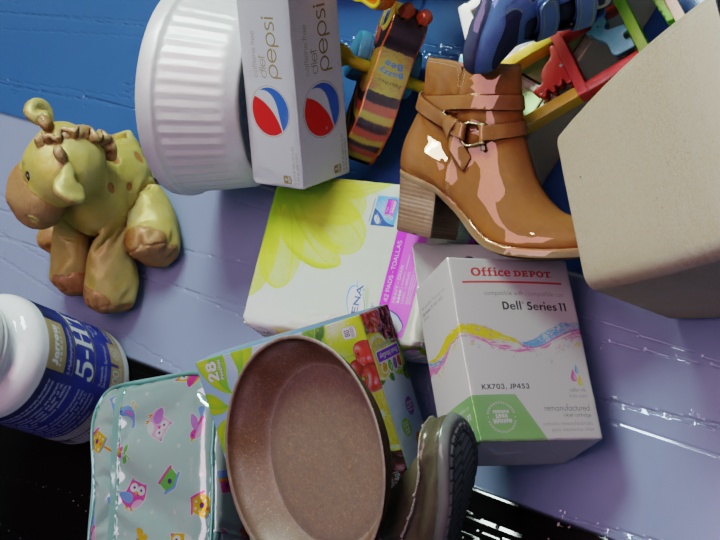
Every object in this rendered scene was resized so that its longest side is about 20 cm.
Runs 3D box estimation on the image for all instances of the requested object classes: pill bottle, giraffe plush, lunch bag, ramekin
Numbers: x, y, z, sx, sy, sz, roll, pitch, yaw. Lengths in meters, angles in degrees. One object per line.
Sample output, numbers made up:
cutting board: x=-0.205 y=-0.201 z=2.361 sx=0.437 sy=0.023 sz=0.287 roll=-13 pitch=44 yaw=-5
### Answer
pill bottle: x=-0.323 y=0.089 z=1.592 sx=0.119 sy=0.200 sz=0.120 roll=-10 pitch=70 yaw=27
giraffe plush: x=-0.272 y=-0.077 z=1.638 sx=0.172 sy=0.162 sz=0.201 roll=28 pitch=90 yaw=34
lunch bag: x=-0.179 y=0.198 z=1.544 sx=0.160 sy=0.077 sz=0.201 roll=-9 pitch=70 yaw=28
ramekin: x=-0.123 y=-0.167 z=1.567 sx=0.094 sy=0.202 sz=0.203 roll=7 pitch=78 yaw=21

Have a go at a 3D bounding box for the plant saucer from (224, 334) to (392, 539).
plant saucer: x=-0.036 y=0.151 z=1.353 sx=0.200 sy=0.037 sz=0.202 roll=6 pitch=98 yaw=47

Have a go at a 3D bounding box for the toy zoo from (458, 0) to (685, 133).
toy zoo: x=0.168 y=-0.203 z=1.425 sx=0.199 sy=0.020 sz=0.132 roll=-30 pitch=68 yaw=16

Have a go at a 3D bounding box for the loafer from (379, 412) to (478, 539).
loafer: x=0.045 y=0.194 z=1.319 sx=0.069 sy=0.075 sz=0.201 roll=16 pitch=124 yaw=15

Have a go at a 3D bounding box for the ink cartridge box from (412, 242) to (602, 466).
ink cartridge box: x=0.118 y=0.056 z=1.386 sx=0.067 sy=0.117 sz=0.201 roll=132 pitch=134 yaw=-56

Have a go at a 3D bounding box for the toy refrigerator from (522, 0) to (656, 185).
toy refrigerator: x=0.166 y=-0.175 z=1.467 sx=0.076 sy=0.070 sz=0.200 roll=35 pitch=94 yaw=34

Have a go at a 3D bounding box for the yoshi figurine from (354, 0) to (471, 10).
yoshi figurine: x=0.087 y=-0.288 z=1.480 sx=0.112 sy=0.199 sz=0.113 roll=58 pitch=144 yaw=24

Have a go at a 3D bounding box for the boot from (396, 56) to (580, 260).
boot: x=0.122 y=-0.092 z=1.381 sx=0.199 sy=0.074 sz=0.156 roll=13 pitch=97 yaw=25

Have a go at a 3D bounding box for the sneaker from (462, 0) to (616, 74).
sneaker: x=0.159 y=-0.227 z=1.359 sx=0.082 sy=0.074 sz=0.200 roll=38 pitch=73 yaw=13

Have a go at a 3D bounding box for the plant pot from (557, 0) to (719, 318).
plant pot: x=0.270 y=-0.064 z=1.308 sx=0.177 sy=0.200 sz=0.201 roll=-25 pitch=62 yaw=35

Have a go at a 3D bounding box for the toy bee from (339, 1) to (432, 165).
toy bee: x=0.023 y=-0.201 z=1.526 sx=0.130 sy=0.109 sz=0.201 roll=-3 pitch=85 yaw=-15

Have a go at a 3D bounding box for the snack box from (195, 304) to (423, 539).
snack box: x=-0.031 y=0.148 z=1.437 sx=0.168 sy=0.068 sz=0.201 roll=-16 pitch=91 yaw=25

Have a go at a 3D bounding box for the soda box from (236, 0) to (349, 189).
soda box: x=-0.060 y=-0.178 z=1.488 sx=0.063 sy=0.068 sz=0.201 roll=10 pitch=112 yaw=39

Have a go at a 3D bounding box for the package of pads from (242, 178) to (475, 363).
package of pads: x=0.000 y=0.000 z=1.510 sx=0.199 sy=0.068 sz=0.155 roll=8 pitch=77 yaw=33
